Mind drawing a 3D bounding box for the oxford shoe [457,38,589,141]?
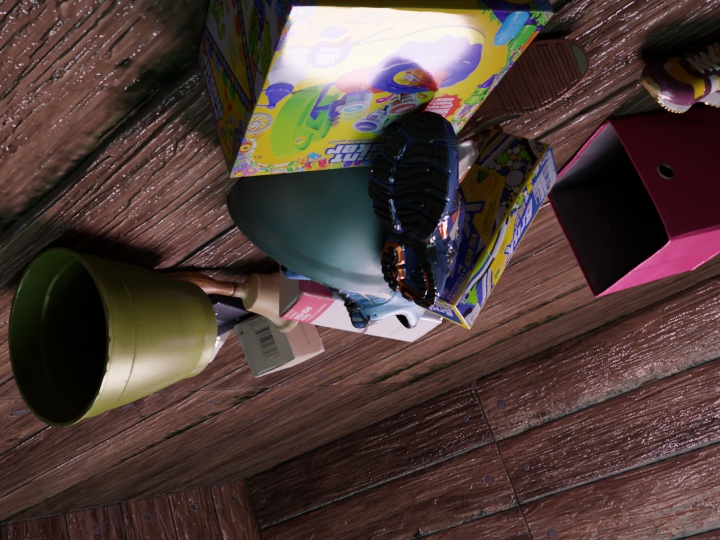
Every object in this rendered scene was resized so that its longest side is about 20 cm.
[{"bbox_3d":[0.145,-0.191,0.764,0.199,0.071,0.074,-21,-174,4],"label":"oxford shoe"}]

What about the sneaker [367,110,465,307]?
[{"bbox_3d":[0.056,-0.058,0.621,0.079,0.075,0.200,-53,157,-34],"label":"sneaker"}]

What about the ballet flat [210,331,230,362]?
[{"bbox_3d":[-0.290,0.144,1.244,0.200,0.064,0.067,-28,159,24],"label":"ballet flat"}]

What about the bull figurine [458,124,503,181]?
[{"bbox_3d":[0.083,-0.114,0.847,0.200,0.122,0.065,-33,114,16],"label":"bull figurine"}]

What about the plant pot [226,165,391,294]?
[{"bbox_3d":[-0.016,-0.090,0.712,0.200,0.200,0.134,2,125,-46],"label":"plant pot"}]

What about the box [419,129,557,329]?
[{"bbox_3d":[0.127,-0.045,0.741,0.200,0.070,0.064,-57,145,-13],"label":"box"}]

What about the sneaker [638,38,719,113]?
[{"bbox_3d":[0.418,-0.246,0.848,0.199,0.075,0.090,-13,153,-35],"label":"sneaker"}]

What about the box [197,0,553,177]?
[{"bbox_3d":[-0.002,-0.180,0.545,0.199,0.122,0.193,-9,160,-25],"label":"box"}]

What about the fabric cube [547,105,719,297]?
[{"bbox_3d":[0.435,-0.102,1.048,0.199,0.197,0.200,-11,159,-19],"label":"fabric cube"}]

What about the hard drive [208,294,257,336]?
[{"bbox_3d":[-0.278,0.087,1.131,0.199,0.042,0.135,-26,159,16],"label":"hard drive"}]

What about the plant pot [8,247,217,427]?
[{"bbox_3d":[-0.289,0.076,0.874,0.200,0.201,0.193,-30,162,30],"label":"plant pot"}]

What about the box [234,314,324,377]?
[{"bbox_3d":[-0.134,0.118,1.214,0.078,0.095,0.200,-25,175,9],"label":"box"}]

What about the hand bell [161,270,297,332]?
[{"bbox_3d":[-0.190,0.026,1.023,0.199,0.105,0.104,11,147,-32],"label":"hand bell"}]

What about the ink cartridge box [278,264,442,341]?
[{"bbox_3d":[0.000,0.000,0.920,0.199,0.146,0.085,12,148,-24],"label":"ink cartridge box"}]

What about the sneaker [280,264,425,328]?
[{"bbox_3d":[0.001,0.024,0.802,0.199,0.090,0.078,15,-173,-27],"label":"sneaker"}]
